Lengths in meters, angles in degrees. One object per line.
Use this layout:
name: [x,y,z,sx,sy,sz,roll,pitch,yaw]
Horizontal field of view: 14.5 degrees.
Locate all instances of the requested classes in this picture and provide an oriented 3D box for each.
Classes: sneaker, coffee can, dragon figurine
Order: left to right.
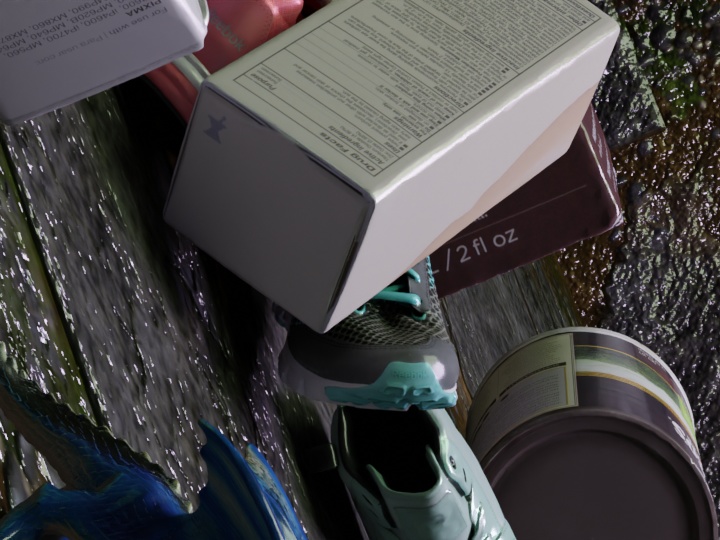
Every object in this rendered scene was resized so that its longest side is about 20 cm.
dragon figurine: [-0.046,0.078,0.785,0.059,0.099,0.201,41,28,-74]
sneaker: [-0.037,-0.087,1.270,0.074,0.087,0.200,47,5,9]
sneaker: [0.000,0.000,1.247,0.200,0.077,0.092,-125,-141,-68]
sneaker: [0.037,0.139,1.275,0.201,0.074,0.118,64,4,15]
coffee can: [0.132,0.127,1.678,0.200,0.146,0.147,-78,145,-77]

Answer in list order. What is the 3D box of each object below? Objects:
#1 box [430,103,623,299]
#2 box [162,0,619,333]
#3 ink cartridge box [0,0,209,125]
box: [0.030,-0.100,1.533,0.164,0.165,0.201,-74,141,-76]
box: [0.015,-0.065,1.207,0.095,0.078,0.200,36,41,18]
ink cartridge box: [-0.132,-0.163,0.916,0.200,0.085,0.146,53,17,-56]
